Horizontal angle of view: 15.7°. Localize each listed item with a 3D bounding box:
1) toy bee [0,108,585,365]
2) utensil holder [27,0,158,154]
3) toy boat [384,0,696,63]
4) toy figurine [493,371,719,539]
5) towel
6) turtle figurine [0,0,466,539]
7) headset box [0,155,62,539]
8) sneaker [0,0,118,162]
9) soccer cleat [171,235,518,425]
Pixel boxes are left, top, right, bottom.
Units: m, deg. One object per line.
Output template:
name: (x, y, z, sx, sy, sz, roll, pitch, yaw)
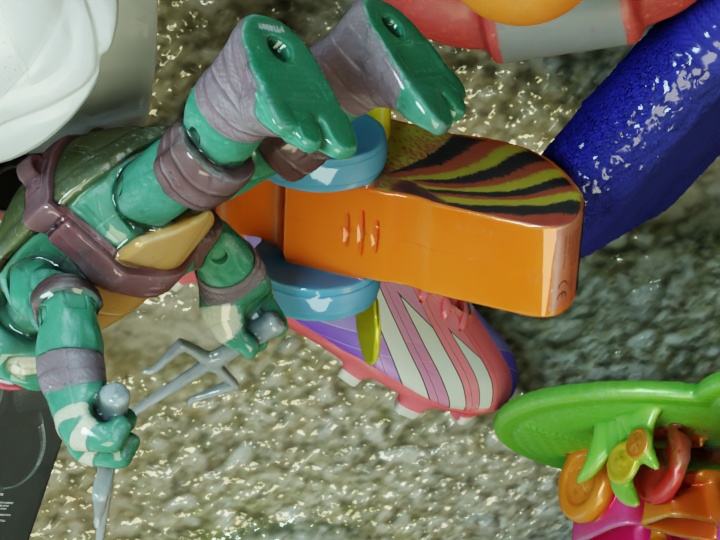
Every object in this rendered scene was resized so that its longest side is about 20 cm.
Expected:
toy bee: (-0.014, -0.041, 0.920, 0.199, 0.109, 0.131, 26, 120, -2)
utensil holder: (-0.172, -0.112, 0.817, 0.198, 0.171, 0.171, -4, 133, -12)
toy boat: (0.049, -0.129, 0.798, 0.129, 0.131, 0.201, -8, 136, 10)
toy figurine: (0.135, 0.147, 1.032, 0.149, 0.185, 0.200, 15, 160, -28)
towel: (0.137, -0.094, 0.949, 0.200, 0.050, 0.147, -50, 168, 26)
turtle figurine: (-0.063, 0.000, 0.786, 0.101, 0.150, 0.200, 44, 122, -3)
headset box: (-0.179, 0.014, 0.983, 0.148, 0.075, 0.201, 6, 126, -22)
sneaker: (-0.162, -0.038, 0.727, 0.200, 0.071, 0.080, -39, 136, 21)
soccer cleat: (0.000, 0.000, 1.037, 0.199, 0.067, 0.077, 27, 106, -34)
